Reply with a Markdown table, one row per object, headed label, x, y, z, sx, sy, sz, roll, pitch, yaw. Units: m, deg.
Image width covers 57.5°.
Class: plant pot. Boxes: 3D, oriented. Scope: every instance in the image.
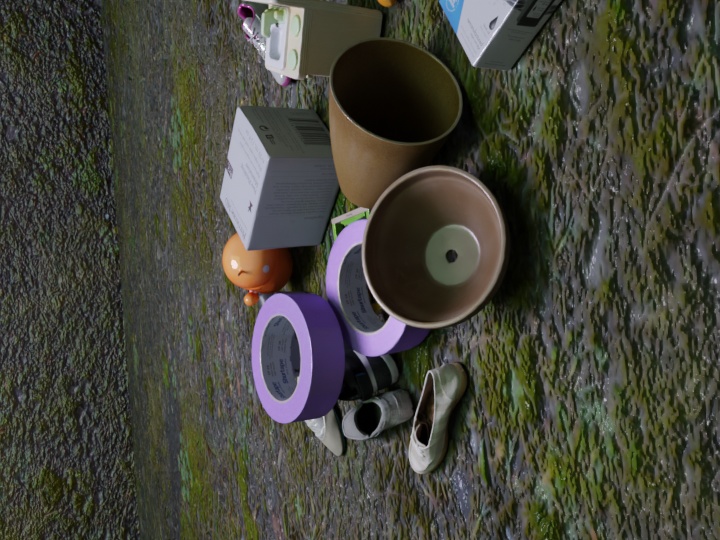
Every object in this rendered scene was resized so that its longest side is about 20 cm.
| label | x | y | z | sx | sy | sz | roll | pitch | yaw |
| --- | --- | --- | --- | --- | --- | --- | --- | --- | --- |
| plant pot | 0.028 | -0.186 | 0.941 | 0.202 | 0.181 | 0.190 | 112 | 140 | -56 |
| plant pot | 0.105 | -0.025 | 0.858 | 0.195 | 0.092 | 0.208 | -4 | 81 | 27 |

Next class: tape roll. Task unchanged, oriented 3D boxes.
| label | x | y | z | sx | sy | sz | roll | pitch | yaw |
| --- | --- | --- | --- | --- | --- | --- | --- | --- | --- |
| tape roll | -0.106 | 0.141 | 1.069 | 0.198 | 0.064 | 0.208 | -4 | 85 | 54 |
| tape roll | 0.030 | 0.025 | 1.011 | 0.197 | 0.064 | 0.208 | 5 | 96 | 50 |

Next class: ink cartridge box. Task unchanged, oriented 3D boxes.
| label | x | y | z | sx | sy | sz | roll | pitch | yaw |
| --- | --- | --- | --- | --- | --- | --- | --- | --- | --- |
| ink cartridge box | 0.181 | -0.349 | 0.750 | 0.201 | 0.065 | 0.118 | -53 | 50 | 47 |

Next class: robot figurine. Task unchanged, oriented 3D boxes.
| label | x | y | z | sx | sy | sz | roll | pitch | yaw |
| --- | --- | --- | --- | --- | --- | --- | --- | --- | --- |
| robot figurine | -0.204 | -0.014 | 1.312 | 0.117 | 0.200 | 0.144 | 44 | 93 | 15 |

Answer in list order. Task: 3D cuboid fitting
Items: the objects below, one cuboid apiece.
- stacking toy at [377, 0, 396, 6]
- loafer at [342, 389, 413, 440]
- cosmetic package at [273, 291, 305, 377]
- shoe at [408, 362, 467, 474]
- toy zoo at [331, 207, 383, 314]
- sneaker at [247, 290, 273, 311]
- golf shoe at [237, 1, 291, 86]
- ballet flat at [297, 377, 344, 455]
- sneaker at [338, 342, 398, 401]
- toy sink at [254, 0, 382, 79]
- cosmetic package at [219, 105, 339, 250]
| label | x | y | z | sx | sy | sz | roll | pitch | yaw |
| --- | --- | --- | --- | --- | --- | --- | --- | --- | --- |
| stacking toy | -0.001 | -0.485 | 1.014 | 0.203 | 0.114 | 0.110 | 59 | 143 | 18 |
| loafer | 0.013 | 0.245 | 1.099 | 0.200 | 0.068 | 0.072 | -44 | 58 | 52 |
| cosmetic package | -0.121 | 0.116 | 1.255 | 0.200 | 0.072 | 0.105 | -137 | 49 | -65 |
| shoe | 0.100 | 0.221 | 0.970 | 0.070 | 0.052 | 0.205 | 46 | 131 | 45 |
| toy zoo | 0.000 | 0.000 | 1.135 | 0.130 | 0.020 | 0.207 | -15 | 82 | 58 |
| sneaker | -0.240 | 0.024 | 1.476 | 0.075 | 0.077 | 0.205 | -42 | 60 | 51 |
| golf shoe | -0.192 | -0.459 | 1.322 | 0.075 | 0.089 | 0.205 | -44 | 59 | 49 |
| ballet flat | -0.085 | 0.261 | 1.268 | 0.069 | 0.068 | 0.206 | -40 | 61 | 52 |
| sneaker | -0.033 | 0.153 | 1.112 | 0.198 | 0.110 | 0.075 | 24 | 132 | 54 |
| toy sink | -0.084 | -0.368 | 1.042 | 0.130 | 0.195 | 0.116 | 32 | 121 | 50 |
| cosmetic package | -0.148 | -0.170 | 1.217 | 0.166 | 0.161 | 0.204 | 55 | 137 | 38 |
